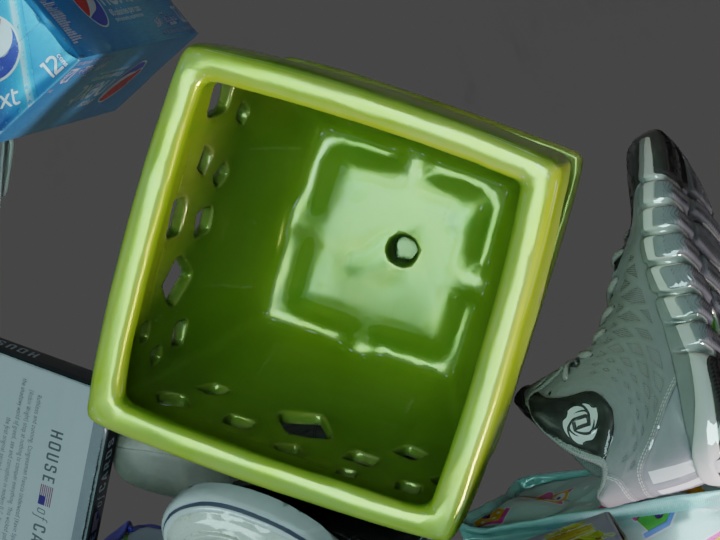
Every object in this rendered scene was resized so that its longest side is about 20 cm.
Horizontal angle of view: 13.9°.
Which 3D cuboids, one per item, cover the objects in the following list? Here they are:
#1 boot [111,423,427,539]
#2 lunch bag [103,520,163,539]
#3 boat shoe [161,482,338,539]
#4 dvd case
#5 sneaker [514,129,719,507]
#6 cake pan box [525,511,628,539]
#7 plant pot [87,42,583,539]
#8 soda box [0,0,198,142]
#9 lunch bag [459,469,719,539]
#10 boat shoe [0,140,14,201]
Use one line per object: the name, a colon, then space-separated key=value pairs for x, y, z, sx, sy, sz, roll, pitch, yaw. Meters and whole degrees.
boot: x=-0.050 y=0.104 z=1.540 sx=0.199 sy=0.131 sz=0.068 roll=6 pitch=99 yaw=13
lunch bag: x=-0.081 y=0.225 z=1.547 sx=0.200 sy=0.170 sz=0.124 roll=45 pitch=103 yaw=2
boat shoe: x=-0.022 y=0.187 z=1.461 sx=0.200 sy=0.070 sz=0.071 roll=43 pitch=126 yaw=-11
dvd case: x=-0.232 y=0.100 z=1.621 sx=0.199 sy=0.025 sz=0.151 roll=19 pitch=111 yaw=16
sneaker: x=0.125 y=0.027 z=1.480 sx=0.115 sy=0.075 sz=0.201 roll=-22 pitch=53 yaw=22
cake pan box: x=0.069 y=0.239 z=1.424 sx=0.183 sy=0.052 sz=0.201 roll=-20 pitch=104 yaw=1
plant pot: x=0.000 y=0.000 z=1.487 sx=0.199 sy=0.181 sz=0.200 roll=19 pitch=101 yaw=11
soda box: x=-0.152 y=-0.117 z=1.499 sx=0.068 sy=0.200 sz=0.064 roll=-41 pitch=87 yaw=16
lunch bag: x=0.168 y=0.183 z=1.503 sx=0.199 sy=0.122 sz=0.171 roll=-10 pitch=94 yaw=21
boat shoe: x=-0.214 y=-0.059 z=1.593 sx=0.073 sy=0.065 sz=0.201 roll=26 pitch=125 yaw=15
